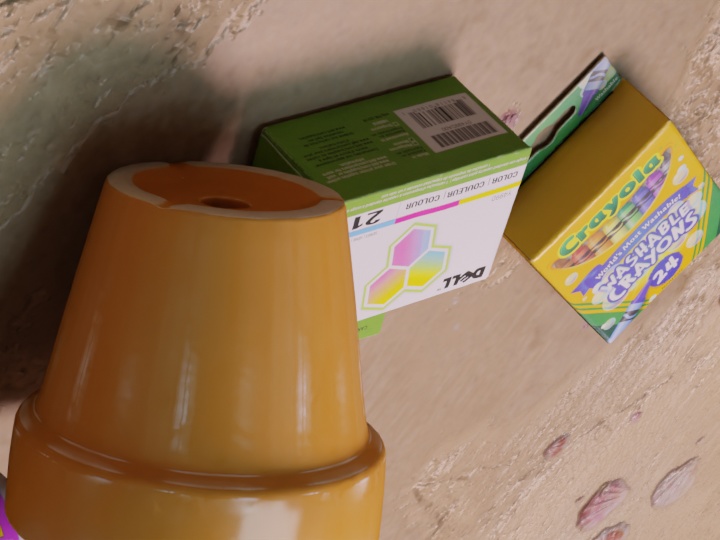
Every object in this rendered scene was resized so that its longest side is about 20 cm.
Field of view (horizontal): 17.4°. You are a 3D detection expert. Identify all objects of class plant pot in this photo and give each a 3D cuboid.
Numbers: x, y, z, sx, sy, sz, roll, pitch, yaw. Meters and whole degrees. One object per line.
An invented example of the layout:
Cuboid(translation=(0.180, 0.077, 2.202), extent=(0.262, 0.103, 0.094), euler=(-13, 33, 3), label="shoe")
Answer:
Cuboid(translation=(-0.080, 0.045, 1.228), extent=(0.200, 0.200, 0.184), euler=(-8, 109, -44), label="plant pot")

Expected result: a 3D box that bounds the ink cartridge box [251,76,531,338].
Cuboid(translation=(0.000, 0.000, 1.368), extent=(0.147, 0.076, 0.201), euler=(-18, 139, -35), label="ink cartridge box")

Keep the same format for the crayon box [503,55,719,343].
Cuboid(translation=(0.161, -0.041, 1.526), extent=(0.126, 0.052, 0.200), euler=(-45, 148, 3), label="crayon box")

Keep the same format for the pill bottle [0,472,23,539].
Cuboid(translation=(-0.273, 0.166, 1.231), extent=(0.199, 0.104, 0.105), euler=(-10, 136, -42), label="pill bottle")
